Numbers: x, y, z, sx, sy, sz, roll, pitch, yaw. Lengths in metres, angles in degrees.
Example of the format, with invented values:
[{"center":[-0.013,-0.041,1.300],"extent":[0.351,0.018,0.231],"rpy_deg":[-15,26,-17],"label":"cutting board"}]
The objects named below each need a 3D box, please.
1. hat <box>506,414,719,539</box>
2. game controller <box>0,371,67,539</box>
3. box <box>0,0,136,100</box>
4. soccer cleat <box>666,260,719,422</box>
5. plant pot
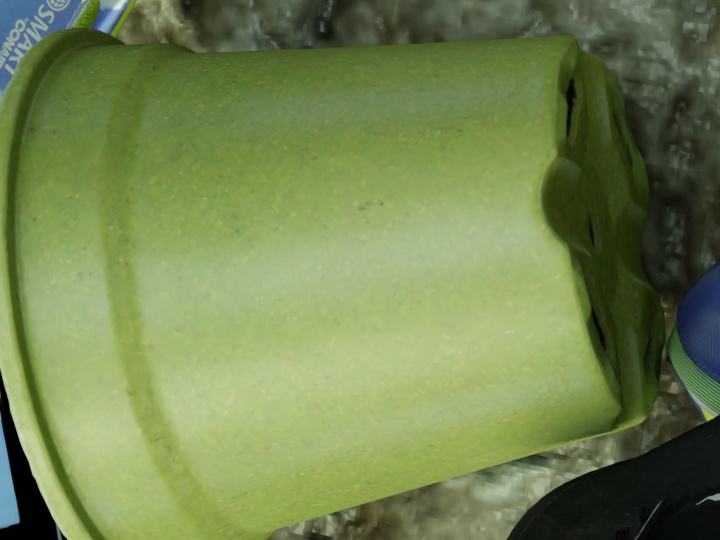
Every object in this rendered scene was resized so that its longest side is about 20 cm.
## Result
[{"center":[0.123,0.113,0.770],"extent":[0.200,0.201,0.081],"rpy_deg":[-17,115,29],"label":"hat"},{"center":[-0.161,0.053,1.055],"extent":[0.104,0.042,0.200],"rpy_deg":[-16,81,29],"label":"game controller"},{"center":[-0.159,-0.139,1.052],"extent":[0.200,0.048,0.122],"rpy_deg":[41,110,24],"label":"box"},{"center":[0.172,0.081,0.858],"extent":[0.200,0.065,0.084],"rpy_deg":[56,144,14],"label":"soccer cleat"},{"center":[0.000,0.000,0.892],"extent":[0.184,0.200,0.201],"rpy_deg":[-10,84,18],"label":"plant pot"}]
